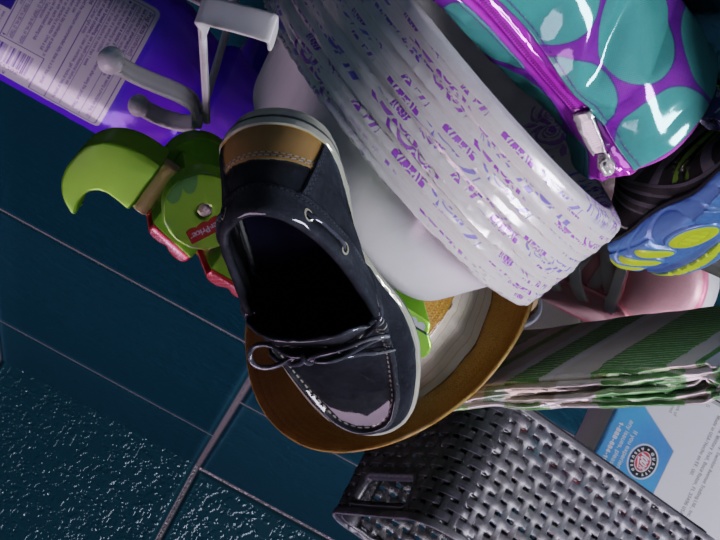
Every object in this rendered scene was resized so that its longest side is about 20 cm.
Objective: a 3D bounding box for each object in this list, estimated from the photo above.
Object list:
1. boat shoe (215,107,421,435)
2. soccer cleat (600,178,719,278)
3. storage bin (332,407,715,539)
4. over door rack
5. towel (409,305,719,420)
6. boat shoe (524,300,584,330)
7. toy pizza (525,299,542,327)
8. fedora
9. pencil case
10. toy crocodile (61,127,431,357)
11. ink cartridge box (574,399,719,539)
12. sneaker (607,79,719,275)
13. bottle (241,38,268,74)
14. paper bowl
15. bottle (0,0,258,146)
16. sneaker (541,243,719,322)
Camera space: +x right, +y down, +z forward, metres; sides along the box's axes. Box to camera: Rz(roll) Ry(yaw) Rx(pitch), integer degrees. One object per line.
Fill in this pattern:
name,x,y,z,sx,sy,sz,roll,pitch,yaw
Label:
boat shoe,-0.021,0.016,0.953,0.074,0.062,0.200,-3,137,15
soccer cleat,0.201,-0.023,1.119,0.200,0.069,0.078,23,-175,12
storage bin,0.101,0.159,1.275,0.200,0.094,0.135,35,161,-21
over door rack,-0.067,-0.156,0.964,0.067,0.148,0.200,18,168,-11
towel,0.135,0.050,1.143,0.200,0.023,0.152,-9,-171,35
boat shoe,0.097,0.019,1.431,0.200,0.074,0.060,21,-178,43
toy pizza,0.027,-0.024,1.329,0.200,0.032,0.200,22,-159,-9
fedora,0.000,0.000,1.144,0.200,0.201,0.082,15,157,42
pencil case,0.078,-0.122,0.923,0.085,0.093,0.200,-13,140,40
toy crocodile,-0.051,-0.011,1.022,0.200,0.062,0.068,30,-165,-19
ink cartridge box,0.248,0.136,1.395,0.200,0.147,0.146,28,165,1
sneaker,0.176,-0.059,1.000,0.071,0.083,0.200,3,162,-25
bottle,-0.053,-0.100,1.233,0.065,0.084,0.200,33,164,-8
paper bowl,0.026,-0.066,1.021,0.201,0.104,0.201,49,-168,-13
bottle,-0.122,-0.111,1.085,0.200,0.084,0.065,28,-164,-11
sneaker,0.103,-0.012,1.230,0.200,0.075,0.105,24,-164,27
